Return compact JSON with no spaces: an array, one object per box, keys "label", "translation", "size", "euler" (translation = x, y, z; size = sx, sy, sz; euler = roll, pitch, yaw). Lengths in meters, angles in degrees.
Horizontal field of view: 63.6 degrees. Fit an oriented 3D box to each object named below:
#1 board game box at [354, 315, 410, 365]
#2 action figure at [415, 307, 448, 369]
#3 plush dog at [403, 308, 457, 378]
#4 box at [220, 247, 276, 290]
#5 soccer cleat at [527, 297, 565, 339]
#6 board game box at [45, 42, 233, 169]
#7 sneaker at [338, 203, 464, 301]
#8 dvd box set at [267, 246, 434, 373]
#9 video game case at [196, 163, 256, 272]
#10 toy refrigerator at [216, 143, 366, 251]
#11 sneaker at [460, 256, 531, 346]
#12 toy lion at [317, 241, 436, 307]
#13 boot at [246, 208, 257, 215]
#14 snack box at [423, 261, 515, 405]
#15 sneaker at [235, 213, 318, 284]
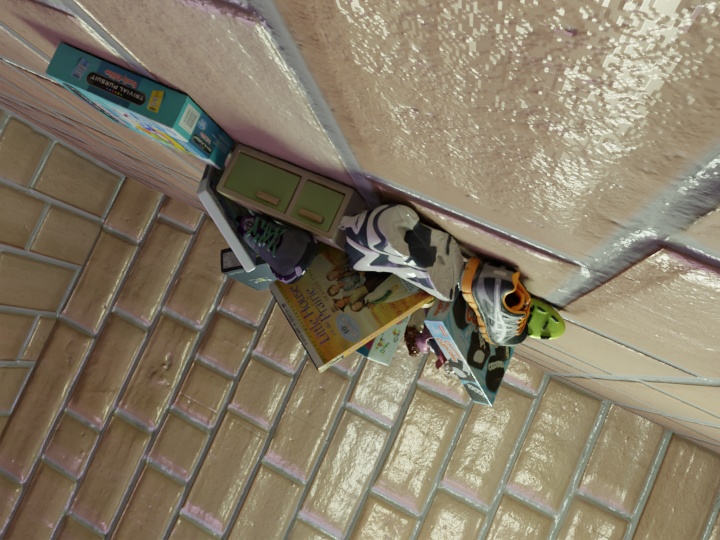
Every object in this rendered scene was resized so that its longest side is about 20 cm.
[{"label":"board game box","translation":[0.022,0.039,0.996],"size":[0.146,0.203,0.064],"euler":[20,175,45]},{"label":"action figure","translation":[0.143,0.078,1.019],"size":[0.133,0.202,0.149],"euler":[-28,122,30]},{"label":"plush dog","translation":[0.168,0.095,1.182],"size":[0.169,0.202,0.162],"euler":[5,136,21]},{"label":"box","translation":[-0.147,-0.015,1.127],"size":[0.196,0.052,0.158],"euler":[-10,164,14]},{"label":"soccer cleat","translation":[0.244,0.054,0.964],"size":[0.197,0.066,0.084],"euler":[19,-156,21]},{"label":"board game box","translation":[-0.289,-0.215,0.782],"size":[0.197,0.048,0.151],"euler":[24,175,13]},{"label":"sneaker","translation":[0.048,-0.024,0.784],"size":[0.128,0.081,0.198],"euler":[9,167,44]},{"label":"dvd box set","translation":[-0.013,0.030,0.833],"size":[0.147,0.198,0.029],"euler":[55,168,20]},{"label":"video game case","translation":[-0.208,-0.100,0.937],"size":[0.201,0.018,0.145],"euler":[-107,-10,-63]},{"label":"toy refrigerator","translation":[-0.099,-0.105,0.819],"size":[0.198,0.077,0.070],"euler":[25,176,19]},{"label":"sneaker","translation":[0.211,0.056,0.838],"size":[0.076,0.079,0.200],"euler":[6,154,37]},{"label":"toy lion","translation":[0.000,0.000,0.905],"size":[0.193,0.198,0.069],"euler":[60,170,24]},{"label":"boot","translation":[-0.157,-0.122,0.992],"size":[0.201,0.076,0.169],"euler":[55,179,45]},{"label":"snack box","translation":[0.172,0.098,0.886],"size":[0.037,0.117,0.201],"euler":[1,137,41]},{"label":"sneaker","translation":[-0.127,-0.038,0.810],"size":[0.087,0.075,0.199],"euler":[32,174,-25]}]
